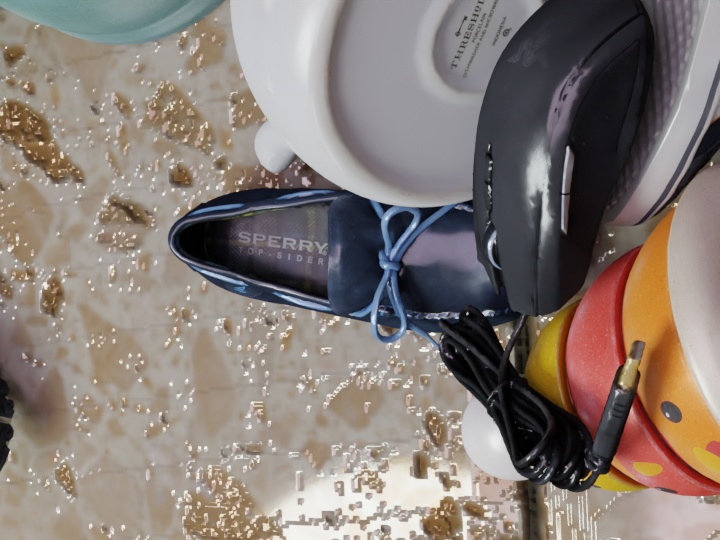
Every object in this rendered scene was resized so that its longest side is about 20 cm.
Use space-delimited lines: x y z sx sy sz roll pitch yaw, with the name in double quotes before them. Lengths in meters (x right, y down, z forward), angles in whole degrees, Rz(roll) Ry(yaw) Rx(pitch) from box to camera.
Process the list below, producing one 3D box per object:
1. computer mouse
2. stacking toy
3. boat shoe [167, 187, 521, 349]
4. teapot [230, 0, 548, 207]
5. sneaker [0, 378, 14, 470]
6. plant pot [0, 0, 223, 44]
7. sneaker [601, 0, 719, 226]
"computer mouse" 0.075 -0.012 0.699 0.141 0.046 0.201 -124 44 -51
"stacking toy" 0.122 0.052 0.763 0.200 0.146 0.147 -29 80 43
"boat shoe" 0.000 0.000 0.831 0.199 0.069 0.085 -3 93 26
"teapot" 0.021 -0.139 0.766 0.199 0.198 0.146 -36 45 -4
"sneaker" -0.266 0.065 0.971 0.200 0.077 0.087 43 116 30
"plant pot" -0.152 -0.216 0.858 0.199 0.134 0.202 2 94 26
"sneaker" 0.157 -0.102 0.717 0.079 0.079 0.201 -112 35 -52
